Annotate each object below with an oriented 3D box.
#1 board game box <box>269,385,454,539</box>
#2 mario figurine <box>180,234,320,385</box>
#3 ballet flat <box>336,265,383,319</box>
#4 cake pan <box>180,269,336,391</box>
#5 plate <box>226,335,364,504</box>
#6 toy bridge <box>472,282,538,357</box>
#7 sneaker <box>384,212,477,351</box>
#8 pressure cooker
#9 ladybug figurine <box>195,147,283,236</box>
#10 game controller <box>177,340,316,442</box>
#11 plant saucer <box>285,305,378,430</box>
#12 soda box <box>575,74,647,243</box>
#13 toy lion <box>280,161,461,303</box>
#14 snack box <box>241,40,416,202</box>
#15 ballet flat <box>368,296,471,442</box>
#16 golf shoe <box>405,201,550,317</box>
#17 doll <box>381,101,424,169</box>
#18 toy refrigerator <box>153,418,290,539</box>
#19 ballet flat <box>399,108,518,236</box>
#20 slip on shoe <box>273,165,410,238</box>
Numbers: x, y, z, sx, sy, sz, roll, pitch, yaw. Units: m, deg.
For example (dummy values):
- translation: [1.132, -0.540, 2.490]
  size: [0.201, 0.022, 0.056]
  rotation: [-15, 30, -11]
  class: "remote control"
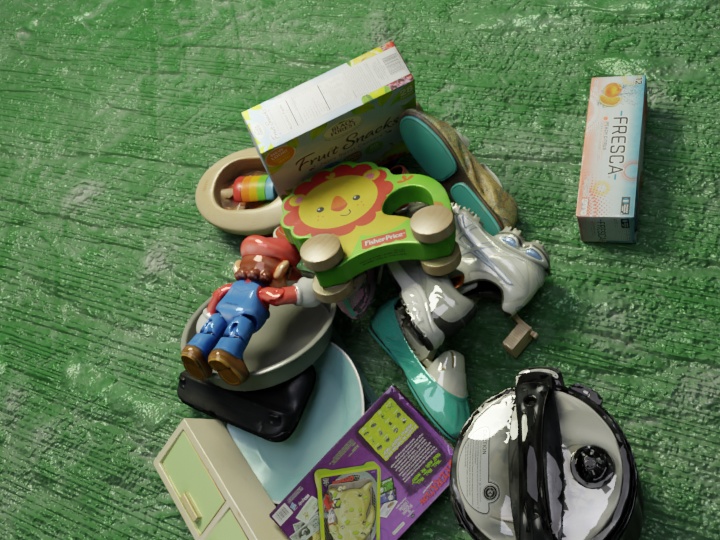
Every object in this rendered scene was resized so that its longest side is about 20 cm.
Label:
- translation: [0.009, 0.239, 0.886]
  size: [0.200, 0.032, 0.120]
  rotation: [-46, 72, 2]
  class: "board game box"
- translation: [-0.120, 0.049, 0.951]
  size: [0.122, 0.106, 0.201]
  rotation: [27, 56, 2]
  class: "mario figurine"
- translation: [0.000, 0.000, 1.013]
  size: [0.068, 0.072, 0.200]
  rotation: [-14, 23, 16]
  class: "ballet flat"
- translation: [-0.120, 0.073, 0.995]
  size: [0.198, 0.037, 0.201]
  rotation: [-11, 35, 8]
  class: "cake pan"
- translation: [-0.076, 0.178, 0.976]
  size: [0.198, 0.026, 0.203]
  rotation: [-12, 65, 28]
  class: "plate"
- translation: [0.136, 0.026, 0.983]
  size: [0.067, 0.027, 0.199]
  rotation: [-48, 56, -8]
  class: "toy bridge"
- translation: [0.072, 0.002, 0.938]
  size: [0.079, 0.074, 0.201]
  rotation: [-27, 49, 2]
  class: "sneaker"
- translation: [0.177, 0.200, 0.770]
  size: [0.178, 0.200, 0.176]
  rotation: [-42, 57, -3]
  class: "pressure cooker"
- translation: [-0.135, -0.104, 1.136]
  size: [0.198, 0.072, 0.137]
  rotation: [3, 65, 24]
  class: "ladybug figurine"
- translation: [-0.144, 0.138, 1.003]
  size: [0.198, 0.042, 0.105]
  rotation: [14, 63, 36]
  class: "game controller"
- translation: [-0.048, 0.113, 1.019]
  size: [0.070, 0.019, 0.201]
  rotation: [-35, 57, 2]
  class: "plant saucer"
- translation: [0.305, -0.136, 0.978]
  size: [0.068, 0.064, 0.202]
  rotation: [3, 66, 23]
  class: "soda box"
- translation: [0.005, -0.063, 0.932]
  size: [0.197, 0.069, 0.193]
  rotation: [-14, 42, 7]
  class: "toy lion"
- translation: [-0.030, -0.171, 1.002]
  size: [0.198, 0.169, 0.068]
  rotation: [-27, 70, -4]
  class: "snack box"
- translation: [0.078, 0.103, 0.935]
  size: [0.071, 0.067, 0.201]
  rotation: [-54, 51, 22]
  class: "ballet flat"
- translation: [0.121, -0.017, 0.956]
  size: [0.199, 0.078, 0.098]
  rotation: [27, 78, 33]
  class: "golf shoe"
- translation: [0.009, -0.145, 1.114]
  size: [0.135, 0.048, 0.202]
  rotation: [19, 76, 34]
  class: "doll"
- translation: [-0.159, 0.269, 0.937]
  size: [0.076, 0.070, 0.200]
  rotation: [-52, 55, 15]
  class: "toy refrigerator"
- translation: [0.124, -0.125, 0.995]
  size: [0.071, 0.071, 0.201]
  rotation: [-40, 99, -3]
  class: "ballet flat"
- translation: [-0.020, -0.079, 1.030]
  size: [0.198, 0.062, 0.074]
  rotation: [-21, 31, -1]
  class: "slip on shoe"
